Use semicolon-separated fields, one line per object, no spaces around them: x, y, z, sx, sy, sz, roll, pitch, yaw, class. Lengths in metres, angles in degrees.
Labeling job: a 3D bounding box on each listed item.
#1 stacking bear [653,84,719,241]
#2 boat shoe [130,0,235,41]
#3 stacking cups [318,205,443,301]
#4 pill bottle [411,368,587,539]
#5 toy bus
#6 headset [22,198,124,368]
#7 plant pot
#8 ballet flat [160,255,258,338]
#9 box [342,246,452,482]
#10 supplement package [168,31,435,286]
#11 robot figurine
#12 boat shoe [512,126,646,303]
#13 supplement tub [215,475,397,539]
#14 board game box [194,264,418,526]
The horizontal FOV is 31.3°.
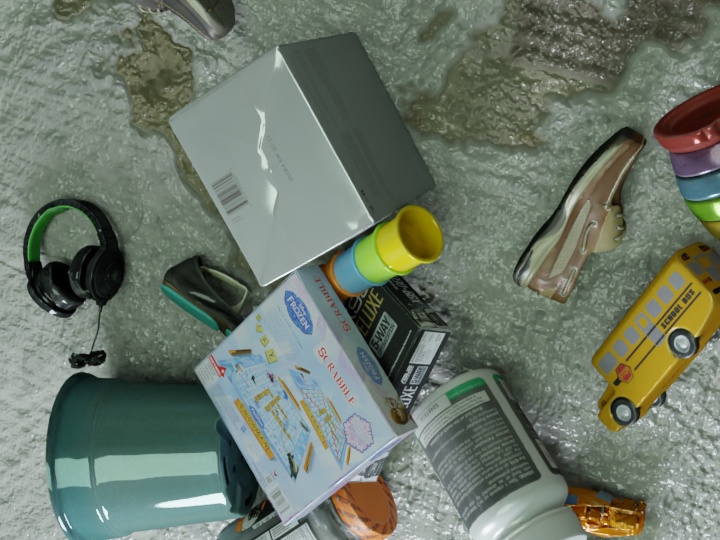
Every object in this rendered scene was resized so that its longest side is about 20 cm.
0.368;-0.069;1.216;0.201;0.121;0.114;60;159;-13;stacking bear
-0.213;-0.316;1.394;0.200;0.074;0.073;49;125;12;boat shoe
0.000;0.000;1.313;0.200;0.060;0.061;-32;91;46;stacking cups
0.143;0.212;1.329;0.113;0.113;0.201;-43;60;24;pill bottle
0.296;0.071;1.279;0.078;0.065;0.201;48;131;21;toy bus
-0.338;0.015;1.506;0.123;0.094;0.202;-20;85;24;headset
-0.226;0.212;1.472;0.194;0.200;0.202;-4;102;13;plant pot
-0.140;0.054;1.453;0.200;0.068;0.068;42;75;12;ballet flat
0.001;0.100;1.383;0.158;0.049;0.201;48;121;43;box
-0.054;-0.119;1.307;0.146;0.200;0.192;-28;93;24;supplement package
0.204;0.285;1.392;0.198;0.058;0.146;5;103;19;robot figurine
0.232;-0.051;1.294;0.074;0.076;0.201;34;121;4;boat shoe
-0.061;0.302;1.461;0.199;0.122;0.123;-36;90;24;supplement tub
-0.062;0.132;1.341;0.199;0.041;0.201;-42;74;36;board game box
